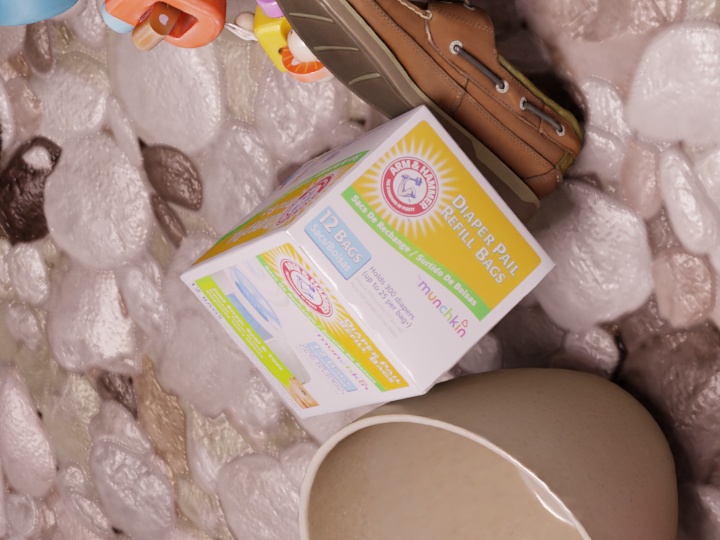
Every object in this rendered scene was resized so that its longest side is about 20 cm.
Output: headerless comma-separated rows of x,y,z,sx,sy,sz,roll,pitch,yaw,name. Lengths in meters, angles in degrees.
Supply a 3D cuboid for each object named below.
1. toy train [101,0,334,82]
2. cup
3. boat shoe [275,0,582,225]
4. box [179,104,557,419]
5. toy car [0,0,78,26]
-0.045,-0.151,1.455,0.200,0.150,0.056,-30,43,41,toy train
0.089,0.131,1.442,0.200,0.143,0.201,21,128,29,cup
0.033,-0.110,1.405,0.200,0.068,0.072,45,168,-25,boat shoe
0.000,0.000,1.436,0.113,0.101,0.200,50,161,-8,box
-0.291,-0.231,1.628,0.200,0.177,0.185,17,129,50,toy car
